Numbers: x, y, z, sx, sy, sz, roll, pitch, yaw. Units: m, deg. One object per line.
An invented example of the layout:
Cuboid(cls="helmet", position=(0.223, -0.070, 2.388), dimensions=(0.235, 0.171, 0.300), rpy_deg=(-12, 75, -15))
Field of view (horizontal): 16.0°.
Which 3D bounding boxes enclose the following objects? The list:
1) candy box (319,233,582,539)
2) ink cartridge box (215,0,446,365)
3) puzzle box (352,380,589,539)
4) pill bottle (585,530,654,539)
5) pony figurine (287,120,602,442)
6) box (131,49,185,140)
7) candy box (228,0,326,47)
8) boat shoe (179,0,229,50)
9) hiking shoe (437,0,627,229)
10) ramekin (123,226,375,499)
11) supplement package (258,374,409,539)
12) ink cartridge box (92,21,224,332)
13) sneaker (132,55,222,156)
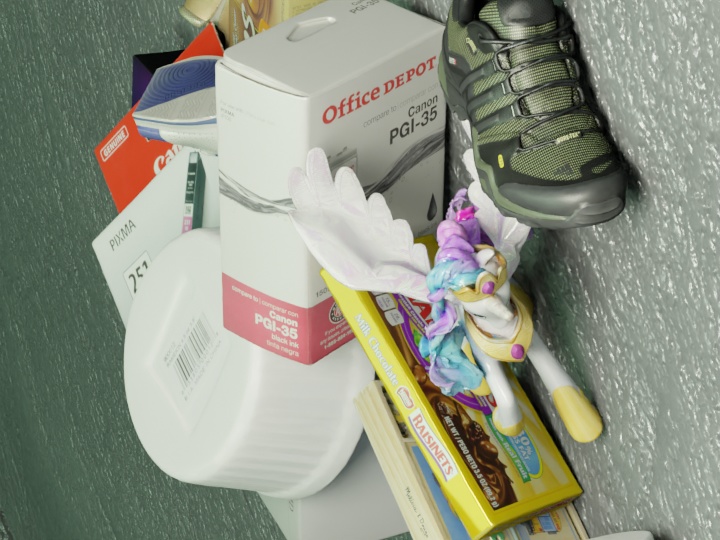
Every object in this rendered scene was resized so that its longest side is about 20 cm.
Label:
Cuboid(cls="candy box", position=(0.059, 0.071, 1.636), dimensions=(0.026, 0.102, 0.201), rpy_deg=(-40, 73, 35))
Cuboid(cls="ink cartridge box", position=(-0.018, -0.062, 1.675), dimensions=(0.083, 0.146, 0.201), rpy_deg=(24, 128, 34))
Cuboid(cls="puzzle box", position=(0.086, 0.158, 1.629), dimensions=(0.025, 0.133, 0.201), rpy_deg=(-45, 58, 36))
Cuboid(cls="pill bottle", position=(0.155, 0.264, 1.517), dimensions=(0.116, 0.115, 0.201), rpy_deg=(162, 92, -73))
Cuboid(cls="pony figurine", position=(0.068, 0.000, 1.545), dimensions=(0.194, 0.166, 0.200), rpy_deg=(62, -179, 36))
Cuboid(cls="box", position=(-0.127, -0.085, 2.129), dimensions=(0.200, 0.078, 0.142), rpy_deg=(-135, 41, -56))
Cuboid(cls="candy box", position=(-0.054, -0.182, 1.884), dimensions=(0.201, 0.055, 0.116), rpy_deg=(92, 156, -46))
Cuboid(cls="boat shoe", position=(-0.103, -0.209, 1.981), dimensions=(0.072, 0.076, 0.201), rpy_deg=(-133, 32, -56))
Cuboid(cls="hiking shoe", position=(0.092, -0.105, 1.460), dimensions=(0.200, 0.075, 0.101), rpy_deg=(-123, 20, -46))
Cuboid(cls="ramekin", position=(-0.085, 0.062, 1.817), dimensions=(0.200, 0.097, 0.202), rpy_deg=(-7, 82, 53))
Cuboid(cls="supplement package", position=(-0.031, 0.107, 1.960), dimensions=(0.200, 0.117, 0.117), rpy_deg=(-128, 31, -50))
Cuboid(cls="ink cartridge box", position=(-0.146, -0.068, 1.982), dimensions=(0.200, 0.043, 0.174), rpy_deg=(-42, 66, 43))
Cuboid(cls="sneaker", position=(-0.061, -0.087, 1.835), dimensions=(0.081, 0.198, 0.116), rpy_deg=(-63, -33, -44))
